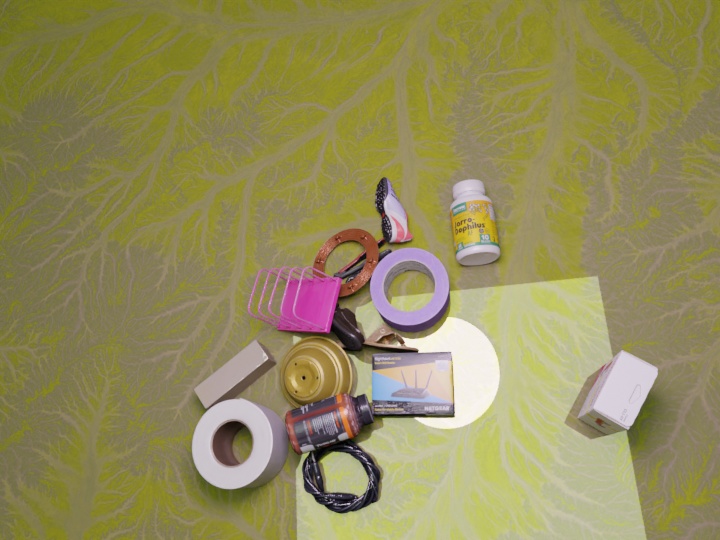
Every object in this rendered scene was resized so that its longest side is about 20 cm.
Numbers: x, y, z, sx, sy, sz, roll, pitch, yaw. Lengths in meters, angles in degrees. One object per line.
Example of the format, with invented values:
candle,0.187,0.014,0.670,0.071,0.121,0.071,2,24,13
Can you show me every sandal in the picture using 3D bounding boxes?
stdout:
sandal,0.043,0.165,1.529,0.209,0.078,0.070,0,73,16

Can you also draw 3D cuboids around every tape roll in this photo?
tape roll,0.127,0.050,1.546,0.198,0.085,0.202,-3,71,8
tape roll,-0.286,0.420,1.471,0.200,0.139,0.205,-3,71,9

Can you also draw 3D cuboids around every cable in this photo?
cable,-0.046,0.492,1.452,0.199,0.051,0.164,36,81,18

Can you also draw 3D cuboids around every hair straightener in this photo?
hair straightener,0.000,0.000,1.607,0.199,0.041,0.077,-33,70,-2

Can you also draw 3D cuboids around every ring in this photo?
ring,-0.043,-0.025,1.599,0.199,0.019,0.202,-14,58,24

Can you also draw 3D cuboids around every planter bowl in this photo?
planter bowl,-0.126,0.263,1.499,0.198,0.083,0.203,-2,83,18

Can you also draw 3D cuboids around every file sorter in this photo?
file sorter,-0.170,0.069,1.523,0.199,0.125,0.140,-3,67,46

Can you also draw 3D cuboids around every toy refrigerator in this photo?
toy refrigerator,-0.321,0.268,1.560,0.199,0.076,0.070,-39,70,-3

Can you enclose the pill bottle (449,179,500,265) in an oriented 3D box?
pill bottle,0.289,-0.124,1.558,0.111,0.113,0.202,-7,71,8

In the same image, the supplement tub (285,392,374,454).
supplement tub,-0.071,0.355,1.435,0.198,0.107,0.108,-18,70,1

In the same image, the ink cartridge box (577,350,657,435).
ink cartridge box,0.559,0.272,1.335,0.083,0.200,0.146,28,79,17

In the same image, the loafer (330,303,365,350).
loafer,-0.041,0.126,1.523,0.071,0.073,0.200,-32,37,-16

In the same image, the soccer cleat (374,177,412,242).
soccer cleat,0.088,-0.162,1.640,0.072,0.068,0.202,3,58,-23

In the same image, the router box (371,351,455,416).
router box,0.128,0.278,1.488,0.198,0.051,0.151,-4,72,11
